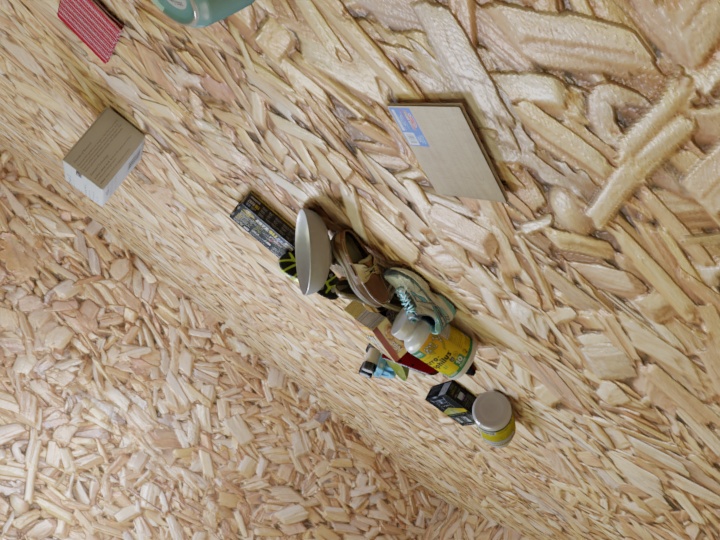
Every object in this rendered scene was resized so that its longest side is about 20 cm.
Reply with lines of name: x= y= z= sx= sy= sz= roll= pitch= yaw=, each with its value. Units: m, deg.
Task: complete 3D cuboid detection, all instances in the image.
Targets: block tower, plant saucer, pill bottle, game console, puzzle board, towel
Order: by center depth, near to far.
puzzle board: x=0.141 y=-0.188 z=1.066 sx=0.149 sy=0.018 sz=0.201 roll=16 pitch=152 yaw=45
towel: x=-0.578 y=-0.532 z=1.438 sx=0.145 sy=0.023 sz=0.199 roll=45 pitch=156 yaw=-19
pill bottle: x=0.177 y=0.171 z=1.650 sx=0.198 sy=0.115 sz=0.112 roll=33 pitch=161 yaw=-13
block tower: x=0.000 y=0.000 z=1.663 sx=0.197 sy=0.055 sz=0.058 roll=29 pitch=161 yaw=14
game console: x=0.188 y=0.258 z=1.849 sx=0.197 sy=0.120 sz=0.173 roll=14 pitch=152 yaw=46
pill bottle: x=0.388 y=0.436 z=1.939 sx=0.111 sy=0.114 sz=0.201 roll=22 pitch=157 yaw=29
plant saucer: x=0.090 y=0.234 z=2.000 sx=0.202 sy=0.031 sz=0.201 roll=55 pitch=169 yaw=16

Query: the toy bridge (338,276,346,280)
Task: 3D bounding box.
toy bridge: x=0.012 y=0.051 z=1.799 sx=0.197 sy=0.027 sz=0.068 roll=21 pitch=154 yaw=35

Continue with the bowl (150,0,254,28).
bowl: x=-0.258 y=-0.444 z=0.997 sx=0.198 sy=0.106 sz=0.202 roll=31 pitch=160 yaw=13

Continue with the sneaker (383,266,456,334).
sneaker: x=0.129 y=0.070 z=1.564 sx=0.198 sy=0.087 sz=0.078 roll=36 pitch=159 yaw=-5

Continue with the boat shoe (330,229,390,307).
boat shoe: x=0.002 y=-0.007 z=1.567 sx=0.202 sy=0.075 sz=0.074 roll=53 pitch=149 yaw=0

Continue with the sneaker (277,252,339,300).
sneaker: x=-0.136 y=0.011 z=1.825 sx=0.198 sy=0.077 sz=0.076 roll=34 pitch=169 yaw=-16

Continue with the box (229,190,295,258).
box: x=-0.250 y=-0.115 z=1.816 sx=0.199 sy=0.050 sz=0.159 roll=40 pitch=157 yaw=-13

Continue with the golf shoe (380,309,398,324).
golf shoe: x=0.106 y=0.140 z=1.782 sx=0.092 sy=0.073 sz=0.198 roll=46 pitch=158 yaw=-25

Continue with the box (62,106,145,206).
box: x=-0.717 y=-0.315 z=1.891 sx=0.130 sy=0.202 sz=0.198 roll=37 pitch=161 yaw=-12

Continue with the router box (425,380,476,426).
router box: x=0.306 y=0.422 z=2.128 sx=0.156 sy=0.053 sz=0.200 roll=35 pitch=160 yaw=-3

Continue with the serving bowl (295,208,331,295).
serving bowl: x=-0.108 y=-0.045 z=1.598 sx=0.064 sy=0.206 sz=0.200 roll=-3 pitch=167 yaw=-15

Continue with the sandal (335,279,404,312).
sandal: x=0.026 y=0.074 z=1.689 sx=0.195 sy=0.081 sz=0.055 roll=12 pitch=120 yaw=-14

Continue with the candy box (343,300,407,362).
candy box: x=0.038 y=0.153 z=1.764 sx=0.116 sy=0.055 sz=0.199 roll=53 pitch=169 yaw=-25

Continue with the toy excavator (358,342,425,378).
toy excavator: x=0.106 y=0.298 z=2.144 sx=0.195 sy=0.102 sz=0.195 roll=20 pitch=159 yaw=0
